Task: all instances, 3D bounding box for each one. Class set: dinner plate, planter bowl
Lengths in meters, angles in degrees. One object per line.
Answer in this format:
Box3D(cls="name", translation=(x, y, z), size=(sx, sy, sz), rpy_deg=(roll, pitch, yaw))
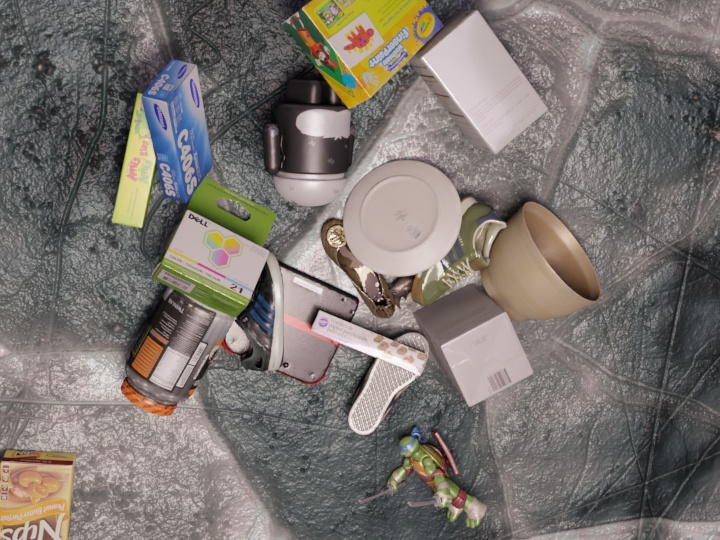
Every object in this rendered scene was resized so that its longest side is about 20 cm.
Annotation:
Box3D(cls="dinner plate", translation=(0.065, -0.089, 1.522), size=(0.200, 0.024, 0.200), rpy_deg=(-3, 77, 14))
Box3D(cls="planter bowl", translation=(0.289, 0.003, 1.569), size=(0.135, 0.200, 0.200), rpy_deg=(-38, 108, 28))

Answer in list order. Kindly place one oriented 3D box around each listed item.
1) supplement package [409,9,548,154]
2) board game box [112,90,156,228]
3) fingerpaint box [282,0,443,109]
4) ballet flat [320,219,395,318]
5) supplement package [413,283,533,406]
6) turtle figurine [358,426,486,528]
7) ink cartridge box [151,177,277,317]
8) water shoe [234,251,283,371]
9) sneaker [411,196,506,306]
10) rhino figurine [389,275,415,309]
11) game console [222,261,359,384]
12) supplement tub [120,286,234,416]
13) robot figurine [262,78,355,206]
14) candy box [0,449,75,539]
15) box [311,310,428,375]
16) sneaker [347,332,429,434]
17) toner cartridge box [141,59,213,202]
Box3D(cls="supplement package", translation=(0.186, -0.304, 1.504), size=(0.117, 0.117, 0.200), rpy_deg=(-40, 107, 1))
Box3D(cls="board game box", translation=(-0.340, -0.175, 1.447), size=(0.048, 0.102, 0.200), rpy_deg=(12, 100, -11))
Box3D(cls="fingerpaint box", translation=(0.007, -0.379, 1.438), size=(0.167, 0.073, 0.200), rpy_deg=(50, 62, -16))
Box3D(cls="ballet flat", translation=(0.000, 0.000, 1.576), size=(0.067, 0.046, 0.200), rpy_deg=(-32, 106, -2))
Box3D(cls="supplement package", translation=(0.185, 0.119, 1.557), size=(0.121, 0.200, 0.120), rpy_deg=(-27, 106, -2))
Box3D(cls="turtle figurine", translation=(0.114, 0.399, 1.642), size=(0.194, 0.200, 0.144), rpy_deg=(42, 127, -20))
Box3D(cls="ink cartridge box", translation=(-0.217, -0.051, 1.463), size=(0.148, 0.076, 0.200), rpy_deg=(27, 63, -14))
Box3D(cls="water shoe", translation=(-0.166, 0.070, 1.523), size=(0.079, 0.072, 0.200), rpy_deg=(-2, 98, -10))
Box3D(cls="sneaker", translation=(0.166, -0.020, 1.526), size=(0.067, 0.090, 0.200), rpy_deg=(31, 89, -54))
Box3D(cls="rhino figurine", translation=(0.105, -0.025, 1.580), size=(0.087, 0.060, 0.200), rpy_deg=(17, 99, -32))
Box3D(cls="game console", translation=(-0.122, 0.088, 1.588), size=(0.200, 0.031, 0.177), rpy_deg=(25, 91, -15))
Box3D(cls="supplement tub", translation=(-0.301, 0.128, 1.513), size=(0.122, 0.123, 0.200), rpy_deg=(29, 97, -15))
Box3D(cls="robot figurine", translation=(-0.080, -0.203, 1.478), size=(0.150, 0.125, 0.200), rpy_deg=(1, 102, -6))
Box3D(cls="candy box", translation=(-0.547, 0.407, 1.567), size=(0.115, 0.055, 0.200), rpy_deg=(5, 101, -11))
Box3D(cls="box", translation=(0.015, 0.122, 1.561), size=(0.200, 0.041, 0.039), rpy_deg=(22, 85, -1))
Box3D(cls="sneaker", translation=(0.044, 0.192, 1.614), size=(0.078, 0.079, 0.200), rpy_deg=(38, 86, 2))
Box3D(cls="toner cartridge box", translation=(-0.273, -0.207, 1.404), size=(0.043, 0.095, 0.200), rpy_deg=(15, 141, 13))
